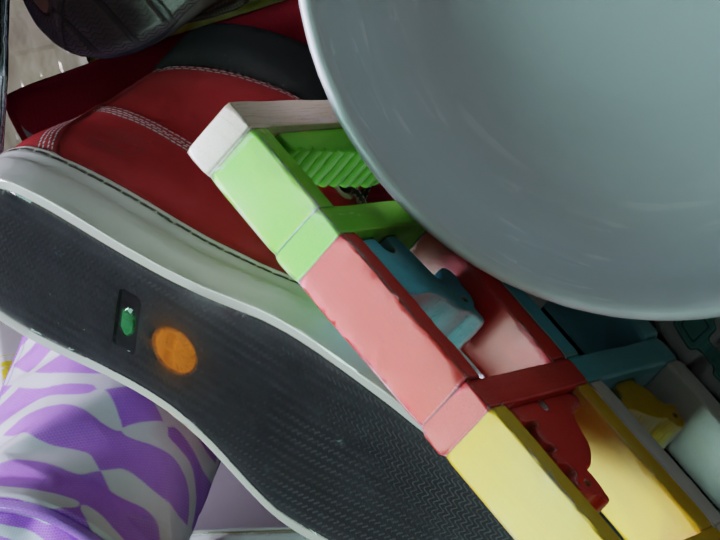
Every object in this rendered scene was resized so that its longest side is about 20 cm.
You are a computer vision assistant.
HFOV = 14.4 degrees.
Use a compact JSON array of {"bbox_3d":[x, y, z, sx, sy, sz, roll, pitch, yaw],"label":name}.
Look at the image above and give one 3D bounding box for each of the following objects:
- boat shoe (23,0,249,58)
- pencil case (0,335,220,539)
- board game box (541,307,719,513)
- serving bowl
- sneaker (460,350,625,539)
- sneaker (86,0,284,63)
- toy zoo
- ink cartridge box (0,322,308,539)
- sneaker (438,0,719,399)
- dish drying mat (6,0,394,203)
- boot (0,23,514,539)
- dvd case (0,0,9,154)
[{"bbox_3d":[-0.017,-0.132,0.910,0.199,0.072,0.076,-22,90,21],"label":"boat shoe"},{"bbox_3d":[-0.076,0.030,0.886,0.085,0.200,0.084,24,133,-6],"label":"pencil case"},{"bbox_3d":[0.121,0.102,0.881,0.200,0.028,0.135,50,166,21],"label":"board game box"},{"bbox_3d":[0.082,-0.088,0.778,0.066,0.199,0.201,-23,-90,-88],"label":"serving bowl"},{"bbox_3d":[0.037,0.077,0.852,0.200,0.082,0.070,44,180,44],"label":"sneaker"},{"bbox_3d":[-0.072,-0.124,1.005,0.200,0.075,0.077,50,144,20],"label":"sneaker"},{"bbox_3d":[0.052,0.031,0.774,0.020,0.131,0.200,-48,72,22],"label":"toy zoo"},{"bbox_3d":[-0.067,0.096,1.003,0.200,0.125,0.129,-109,21,-54],"label":"ink cartridge box"},{"bbox_3d":[0.091,-0.038,0.865,0.200,0.077,0.091,55,-179,-6],"label":"sneaker"},{"bbox_3d":[-0.038,-0.047,0.953,0.200,0.018,0.077,-11,113,44],"label":"dish drying mat"},{"bbox_3d":[0.000,0.000,0.836,0.200,0.144,0.073,34,133,17],"label":"boot"},{"bbox_3d":[-0.127,-0.072,0.952,0.200,0.016,0.149,-96,12,-47],"label":"dvd case"}]
